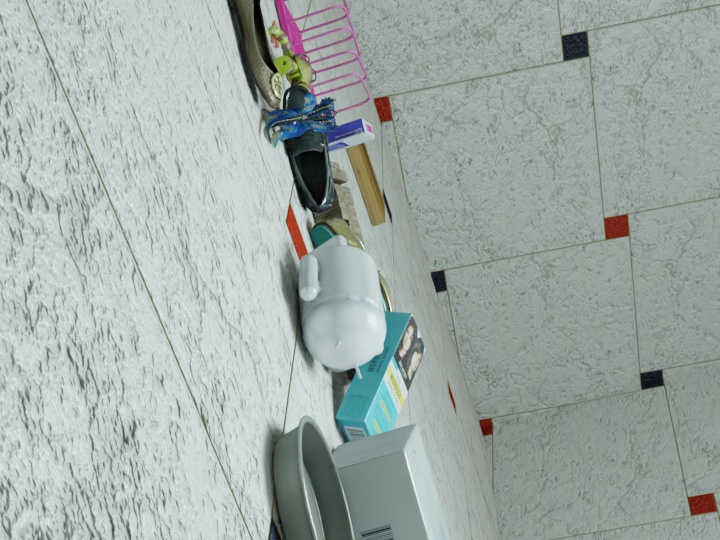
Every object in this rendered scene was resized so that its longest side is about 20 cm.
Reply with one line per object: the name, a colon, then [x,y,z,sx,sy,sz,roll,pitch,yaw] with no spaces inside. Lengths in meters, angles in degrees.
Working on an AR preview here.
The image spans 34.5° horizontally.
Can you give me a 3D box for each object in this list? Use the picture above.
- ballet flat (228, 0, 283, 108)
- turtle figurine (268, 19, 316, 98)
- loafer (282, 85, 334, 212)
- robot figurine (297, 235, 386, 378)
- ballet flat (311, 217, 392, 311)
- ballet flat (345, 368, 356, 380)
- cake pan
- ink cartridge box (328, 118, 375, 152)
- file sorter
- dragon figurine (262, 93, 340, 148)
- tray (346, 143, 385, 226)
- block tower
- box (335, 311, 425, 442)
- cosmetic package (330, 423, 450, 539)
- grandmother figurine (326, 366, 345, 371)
ballet flat: [-0.145,-0.333,1.673,0.067,0.046,0.203,25,47,-76]
turtle figurine: [-0.102,-0.314,1.911,0.162,0.063,0.203,-81,154,-73]
loafer: [-0.080,-0.191,1.811,0.070,0.067,0.204,169,-92,-89]
robot figurine: [-0.025,0.048,1.547,0.169,0.112,0.202,38,29,-36]
ballet flat: [0.000,0.000,1.806,0.201,0.070,0.071,54,6,6]
ballet flat: [0.005,0.151,1.796,0.200,0.045,0.069,18,67,-85]
cake pan: [-0.048,0.257,1.235,0.200,0.036,0.204,-16,91,-82]
ink cartridge box: [-0.029,-0.257,2.214,0.200,0.093,0.038,-40,113,-82]
file sorter: [-0.065,-0.405,2.152,0.139,0.123,0.203,53,22,-70]
dragon figurine: [-0.087,-0.223,1.705,0.200,0.098,0.060,-34,106,-79]
tray: [0.014,-0.215,2.670,0.099,0.036,0.203,-92,163,-62]
block tower: [-0.036,-0.073,1.888,0.054,0.057,0.204,9,65,-60]
box: [0.032,0.160,1.661,0.202,0.048,0.083,-64,145,-37]
cosmetic package: [0.037,0.314,1.428,0.200,0.121,0.203,-15,89,-84]
grandmother figurine: [-0.028,0.079,1.691,0.201,0.059,0.123,-89,176,-59]
